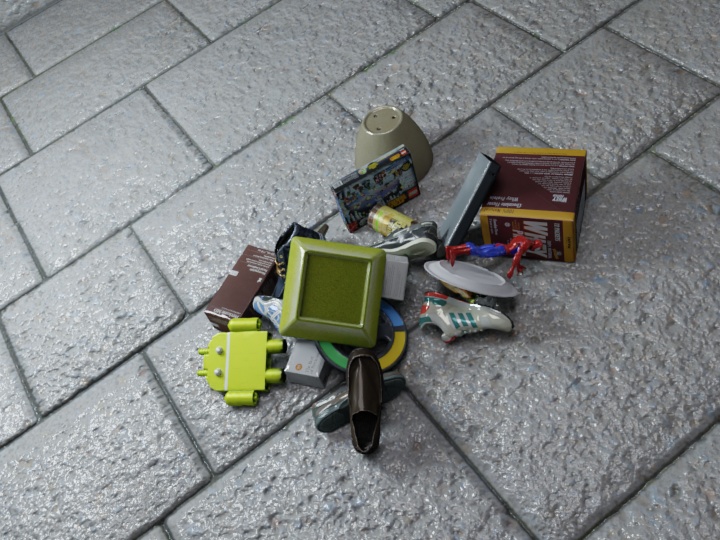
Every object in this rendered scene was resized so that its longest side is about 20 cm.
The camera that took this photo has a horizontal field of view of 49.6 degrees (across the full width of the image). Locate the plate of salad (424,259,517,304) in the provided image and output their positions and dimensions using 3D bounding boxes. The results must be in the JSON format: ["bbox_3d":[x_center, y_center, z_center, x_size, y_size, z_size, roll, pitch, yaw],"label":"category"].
[{"bbox_3d":[0.222,0.025,1.586,0.197,0.049,0.200,13,15,-3],"label":"plate of salad"}]

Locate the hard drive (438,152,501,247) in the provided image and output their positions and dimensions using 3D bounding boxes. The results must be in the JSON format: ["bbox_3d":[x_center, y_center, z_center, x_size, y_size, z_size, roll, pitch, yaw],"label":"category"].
[{"bbox_3d":[0.232,-0.148,1.669,0.032,0.202,0.140,24,14,-7],"label":"hard drive"}]

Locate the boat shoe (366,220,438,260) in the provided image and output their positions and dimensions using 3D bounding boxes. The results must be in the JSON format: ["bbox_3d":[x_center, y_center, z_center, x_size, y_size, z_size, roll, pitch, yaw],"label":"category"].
[{"bbox_3d":[0.085,-0.058,1.707,0.198,0.071,0.069,-15,57,38],"label":"boat shoe"}]

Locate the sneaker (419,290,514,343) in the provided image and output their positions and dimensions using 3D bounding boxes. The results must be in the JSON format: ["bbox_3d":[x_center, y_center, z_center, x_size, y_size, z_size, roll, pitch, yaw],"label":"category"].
[{"bbox_3d":[0.210,0.110,1.578,0.197,0.070,0.095,16,82,22],"label":"sneaker"}]

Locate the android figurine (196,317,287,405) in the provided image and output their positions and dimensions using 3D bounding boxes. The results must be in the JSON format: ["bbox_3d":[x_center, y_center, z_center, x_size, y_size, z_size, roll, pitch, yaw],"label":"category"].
[{"bbox_3d":[-0.251,0.192,1.636,0.196,0.041,0.185,-1,76,14],"label":"android figurine"}]

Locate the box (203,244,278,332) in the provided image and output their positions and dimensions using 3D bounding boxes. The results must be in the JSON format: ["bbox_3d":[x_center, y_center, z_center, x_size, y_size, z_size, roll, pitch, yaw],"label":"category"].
[{"bbox_3d":[-0.255,0.046,1.761,0.099,0.075,0.202,14,60,26],"label":"box"}]

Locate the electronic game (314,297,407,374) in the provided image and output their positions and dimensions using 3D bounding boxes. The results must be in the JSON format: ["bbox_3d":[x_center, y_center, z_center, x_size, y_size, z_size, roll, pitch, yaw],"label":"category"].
[{"bbox_3d":[0.001,0.128,1.596,0.196,0.042,0.203,5,55,-7],"label":"electronic game"}]

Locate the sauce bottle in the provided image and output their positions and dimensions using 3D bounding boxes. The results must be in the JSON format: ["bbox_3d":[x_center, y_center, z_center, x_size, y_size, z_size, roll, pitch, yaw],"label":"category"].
[{"bbox_3d":[0.106,-0.088,1.755,0.198,0.065,0.065,28,65,32],"label":"sauce bottle"}]

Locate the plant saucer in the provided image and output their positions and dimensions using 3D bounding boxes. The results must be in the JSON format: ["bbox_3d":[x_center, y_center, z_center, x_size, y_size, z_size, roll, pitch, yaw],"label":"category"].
[{"bbox_3d":[-0.053,0.040,1.546,0.196,0.048,0.204,8,82,-3],"label":"plant saucer"}]

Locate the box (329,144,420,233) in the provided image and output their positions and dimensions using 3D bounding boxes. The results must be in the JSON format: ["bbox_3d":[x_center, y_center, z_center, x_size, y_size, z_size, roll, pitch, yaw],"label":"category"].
[{"bbox_3d":[0.037,-0.188,1.810,0.198,0.138,0.040,-30,50,-6],"label":"box"}]

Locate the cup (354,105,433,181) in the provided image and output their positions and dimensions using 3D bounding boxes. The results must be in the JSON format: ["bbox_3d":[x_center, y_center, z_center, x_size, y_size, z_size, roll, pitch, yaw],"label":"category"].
[{"bbox_3d":[0.067,-0.313,1.895,0.197,0.144,0.203,-9,51,11],"label":"cup"}]

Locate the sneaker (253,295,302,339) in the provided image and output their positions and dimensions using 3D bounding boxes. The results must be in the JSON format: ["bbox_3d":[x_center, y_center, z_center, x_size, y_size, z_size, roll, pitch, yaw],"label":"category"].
[{"bbox_3d":[-0.168,0.096,1.640,0.199,0.075,0.078,6,89,52],"label":"sneaker"}]

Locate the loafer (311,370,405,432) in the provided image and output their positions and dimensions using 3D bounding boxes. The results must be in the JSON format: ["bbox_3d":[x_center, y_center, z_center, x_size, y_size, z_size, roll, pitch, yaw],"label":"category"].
[{"bbox_3d":[-0.008,0.242,1.531,0.198,0.072,0.063,-29,44,-3],"label":"loafer"}]

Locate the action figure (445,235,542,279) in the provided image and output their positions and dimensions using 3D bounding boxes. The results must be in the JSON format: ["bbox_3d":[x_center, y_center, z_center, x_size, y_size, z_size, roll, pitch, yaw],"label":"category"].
[{"bbox_3d":[0.280,-0.017,1.597,0.197,0.101,0.065,-10,17,-3],"label":"action figure"}]

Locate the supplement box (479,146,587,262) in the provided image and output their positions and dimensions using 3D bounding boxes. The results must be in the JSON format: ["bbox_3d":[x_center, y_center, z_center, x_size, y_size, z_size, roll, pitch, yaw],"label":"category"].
[{"bbox_3d":[0.374,-0.144,1.670,0.194,0.134,0.202,5,54,21],"label":"supplement box"}]

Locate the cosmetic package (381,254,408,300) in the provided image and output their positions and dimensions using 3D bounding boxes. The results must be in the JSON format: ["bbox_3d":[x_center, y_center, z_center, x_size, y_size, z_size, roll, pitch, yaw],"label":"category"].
[{"bbox_3d":[0.000,0.000,1.644,0.196,0.108,0.086,8,98,3],"label":"cosmetic package"}]

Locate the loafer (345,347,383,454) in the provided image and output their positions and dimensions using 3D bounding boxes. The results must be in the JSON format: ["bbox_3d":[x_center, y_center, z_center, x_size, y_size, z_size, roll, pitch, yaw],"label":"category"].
[{"bbox_3d":[0.012,0.247,1.453,0.072,0.071,0.204,-5,91,-1],"label":"loafer"}]

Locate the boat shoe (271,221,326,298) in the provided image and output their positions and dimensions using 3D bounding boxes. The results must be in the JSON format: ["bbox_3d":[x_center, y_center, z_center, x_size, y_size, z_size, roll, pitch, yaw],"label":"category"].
[{"bbox_3d":[-0.163,-0.010,1.715,0.202,0.090,0.071,-58,32,8],"label":"boat shoe"}]

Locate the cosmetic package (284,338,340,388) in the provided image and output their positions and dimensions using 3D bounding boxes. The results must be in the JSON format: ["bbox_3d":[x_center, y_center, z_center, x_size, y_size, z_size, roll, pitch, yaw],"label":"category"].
[{"bbox_3d":[-0.086,0.144,1.644,0.081,0.051,0.202,5,54,22],"label":"cosmetic package"}]

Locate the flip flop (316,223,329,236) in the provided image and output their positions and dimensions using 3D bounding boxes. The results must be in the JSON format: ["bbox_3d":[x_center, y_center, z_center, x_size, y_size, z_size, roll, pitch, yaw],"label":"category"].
[{"bbox_3d":[-0.097,-0.015,1.766,0.081,0.057,0.203,-37,38,43],"label":"flip flop"}]
